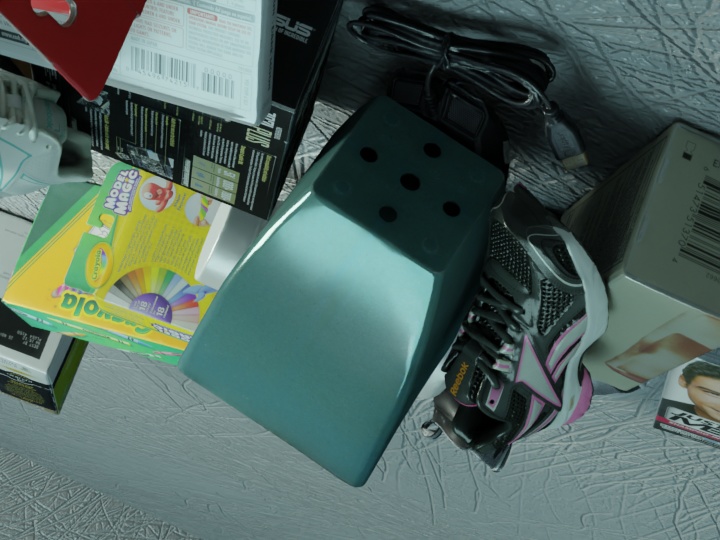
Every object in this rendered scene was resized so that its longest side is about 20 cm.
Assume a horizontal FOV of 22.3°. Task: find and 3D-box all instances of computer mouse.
[{"bbox_3d":[0.077,-0.083,1.067,0.139,0.046,0.201,21,154,27],"label":"computer mouse"}]

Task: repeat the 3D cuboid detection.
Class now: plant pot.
[{"bbox_3d":[0.000,0.000,1.101,0.141,0.142,0.200,32,144,4],"label":"plant pot"}]

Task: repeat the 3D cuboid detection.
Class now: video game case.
[{"bbox_3d":[-0.133,-0.176,0.912,0.198,0.023,0.183,17,130,13],"label":"video game case"}]

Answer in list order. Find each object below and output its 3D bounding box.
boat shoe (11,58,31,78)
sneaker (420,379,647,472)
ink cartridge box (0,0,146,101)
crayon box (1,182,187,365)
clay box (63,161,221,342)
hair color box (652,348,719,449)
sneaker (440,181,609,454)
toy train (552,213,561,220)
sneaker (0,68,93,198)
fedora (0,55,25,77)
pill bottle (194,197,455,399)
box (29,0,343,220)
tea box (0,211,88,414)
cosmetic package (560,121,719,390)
[{"bbox_3d":[-0.290,-0.138,1.291,0.199,0.071,0.070,29,167,-5],"label":"boat shoe"},{"bbox_3d":[0.135,0.106,1.456,0.199,0.115,0.075,5,158,42],"label":"sneaker"},{"bbox_3d":[-0.118,-0.183,0.722,0.067,0.202,0.116,11,160,28],"label":"ink cartridge box"},{"bbox_3d":[-0.183,0.004,1.507,0.198,0.120,0.058,13,162,22],"label":"crayon box"},{"bbox_3d":[-0.119,-0.001,1.423,0.198,0.116,0.048,19,164,8],"label":"clay box"},{"bbox_3d":[0.270,0.076,1.302,0.098,0.061,0.200,18,162,10],"label":"hair color box"},{"bbox_3d":[0.089,0.043,1.060,0.080,0.086,0.201,43,155,38],"label":"sneaker"},{"bbox_3d":[0.078,-0.006,1.246,0.199,0.087,0.114,26,153,-8],"label":"toy train"},{"bbox_3d":[-0.215,-0.096,1.049,0.079,0.071,0.200,-1,165,15],"label":"sneaker"},{"bbox_3d":[-0.279,-0.162,1.157,0.199,0.092,0.201,17,159,7],"label":"fedora"},{"bbox_3d":[-0.016,0.007,1.335,0.199,0.113,0.112,24,163,-11],"label":"pill bottle"},{"bbox_3d":[-0.106,-0.125,1.079,0.162,0.087,0.200,22,163,0],"label":"box"},{"bbox_3d":[-0.363,0.029,1.766,0.198,0.135,0.197,21,162,-1],"label":"tea box"},{"bbox_3d":[0.175,-0.002,1.105,0.087,0.104,0.200,24,164,-7],"label":"cosmetic package"}]
